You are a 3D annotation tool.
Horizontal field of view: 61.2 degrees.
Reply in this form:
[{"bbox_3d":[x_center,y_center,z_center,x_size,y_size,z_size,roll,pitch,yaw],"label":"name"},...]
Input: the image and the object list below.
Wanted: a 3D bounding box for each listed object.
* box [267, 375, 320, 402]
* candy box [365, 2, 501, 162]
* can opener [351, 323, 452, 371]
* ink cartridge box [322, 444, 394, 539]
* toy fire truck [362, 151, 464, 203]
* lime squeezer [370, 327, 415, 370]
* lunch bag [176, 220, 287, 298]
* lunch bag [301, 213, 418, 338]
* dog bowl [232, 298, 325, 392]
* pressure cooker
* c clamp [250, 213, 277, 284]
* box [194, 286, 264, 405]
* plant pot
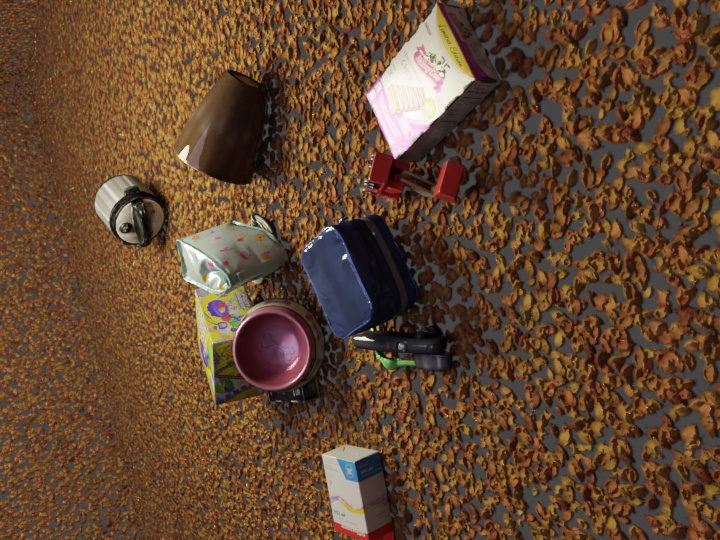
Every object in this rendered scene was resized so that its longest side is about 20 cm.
[{"bbox_3d":[-0.168,0.195,1.379,0.159,0.049,0.202,-15,85,50],"label":"box"},{"bbox_3d":[0.102,-0.276,0.922,0.200,0.061,0.137,-41,66,47],"label":"candy box"},{"bbox_3d":[0.064,0.125,1.034,0.198,0.063,0.080,3,90,37],"label":"can opener"},{"bbox_3d":[-0.003,0.462,1.215,0.116,0.067,0.202,-10,90,52],"label":"ink cartridge box"},{"bbox_3d":[0.078,-0.139,0.952,0.200,0.140,0.049,140,146,-88],"label":"toy fire truck"},{"bbox_3d":[0.048,0.133,1.101,0.200,0.037,0.071,45,130,37],"label":"lime squeezer"},{"bbox_3d":[-0.280,-0.023,1.346,0.199,0.170,0.123,21,124,39],"label":"lunch bag"},{"bbox_3d":[0.000,0.000,1.056,0.136,0.132,0.202,-34,77,48],"label":"lunch bag"},{"bbox_3d":[-0.176,0.161,1.266,0.074,0.198,0.202,-20,-79,-84],"label":"dog bowl"},{"bbox_3d":[-0.694,-0.175,1.852,0.200,0.176,0.179,39,93,37],"label":"pressure cooker"},{"bbox_3d":[-0.260,-0.060,1.454,0.200,0.027,0.172,-48,62,44],"label":"c clamp"},{"bbox_3d":[-0.309,0.168,1.440,0.200,0.121,0.194,-125,34,-47],"label":"box"},{"bbox_3d":[-0.284,-0.323,1.329,0.187,0.186,0.201,45,116,36],"label":"plant pot"}]
